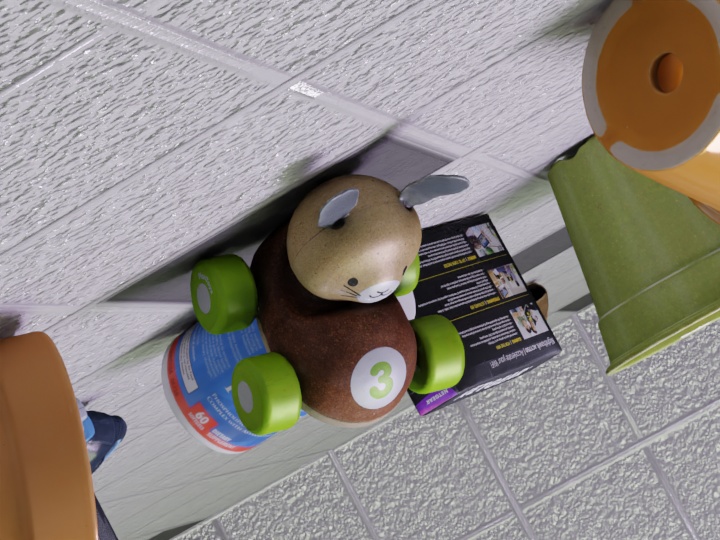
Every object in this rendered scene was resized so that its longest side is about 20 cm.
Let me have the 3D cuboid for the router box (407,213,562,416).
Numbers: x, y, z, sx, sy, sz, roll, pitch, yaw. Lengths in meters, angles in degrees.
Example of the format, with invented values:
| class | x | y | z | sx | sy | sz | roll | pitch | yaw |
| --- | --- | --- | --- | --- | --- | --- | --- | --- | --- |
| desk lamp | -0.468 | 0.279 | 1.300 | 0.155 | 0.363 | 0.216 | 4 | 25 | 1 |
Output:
| class | x | y | z | sx | sy | sz | roll | pitch | yaw |
| --- | --- | --- | --- | --- | --- | --- | --- | --- | --- |
| router box | 0.084 | 0.036 | 1.852 | 0.051 | 0.149 | 0.200 | -34 | 170 | 32 |

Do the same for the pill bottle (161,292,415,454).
| class | x | y | z | sx | sy | sz | roll | pitch | yaw |
| --- | --- | --- | --- | --- | --- | --- | --- | --- | --- |
| pill bottle | -0.056 | 0.057 | 1.649 | 0.200 | 0.112 | 0.112 | -34 | 170 | 34 |

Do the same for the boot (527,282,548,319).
| class | x | y | z | sx | sy | sz | roll | pitch | yaw |
| --- | --- | --- | --- | --- | --- | --- | --- | --- | --- |
| boot | 0.162 | 0.075 | 2.714 | 0.200 | 0.074 | 0.076 | -30 | 154 | -21 |

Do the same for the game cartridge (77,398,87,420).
| class | x | y | z | sx | sy | sz | roll | pitch | yaw |
| --- | --- | --- | --- | --- | --- | --- | --- | --- | --- |
| game cartridge | -0.322 | 0.169 | 1.728 | 0.133 | 0.041 | 0.200 | -26 | 172 | -40 |

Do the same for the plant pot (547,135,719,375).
| class | x | y | z | sx | sy | sz | roll | pitch | yaw |
| --- | --- | --- | --- | --- | --- | --- | --- | --- | --- |
| plant pot | 0.265 | -0.036 | 1.864 | 0.200 | 0.190 | 0.200 | -27 | 172 | -4 |

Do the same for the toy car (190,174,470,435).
| class | x | y | z | sx | sy | sz | roll | pitch | yaw |
| --- | --- | --- | --- | --- | --- | --- | --- | --- | --- |
| toy car | 0.000 | 0.000 | 1.414 | 0.164 | 0.158 | 0.200 | -12 | 154 | -28 |

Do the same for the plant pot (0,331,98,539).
| class | x | y | z | sx | sy | sz | roll | pitch | yaw |
| --- | --- | --- | --- | --- | --- | --- | --- | --- | --- |
| plant pot | -0.257 | 0.147 | 1.322 | 0.140 | 0.201 | 0.200 | -8 | 165 | -19 |

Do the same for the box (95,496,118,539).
| class | x | y | z | sx | sy | sz | roll | pitch | yaw |
| --- | --- | --- | --- | --- | --- | --- | --- | --- | --- |
| box | -0.359 | 0.275 | 2.015 | 0.200 | 0.104 | 0.182 | -29 | 173 | 4 |

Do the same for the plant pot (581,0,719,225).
| class | x | y | z | sx | sy | sz | roll | pitch | yaw |
| --- | --- | --- | --- | --- | --- | --- | --- | --- | --- |
| plant pot | 0.250 | -0.119 | 1.366 | 0.183 | 0.201 | 0.200 | 2 | 152 | -44 |

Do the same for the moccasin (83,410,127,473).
| class | x | y | z | sx | sy | sz | roll | pitch | yaw |
| --- | --- | --- | --- | --- | --- | --- | --- | --- | --- |
| moccasin | -0.270 | 0.187 | 1.836 | 0.068 | 0.081 | 0.200 | -5 | 159 | -43 |
